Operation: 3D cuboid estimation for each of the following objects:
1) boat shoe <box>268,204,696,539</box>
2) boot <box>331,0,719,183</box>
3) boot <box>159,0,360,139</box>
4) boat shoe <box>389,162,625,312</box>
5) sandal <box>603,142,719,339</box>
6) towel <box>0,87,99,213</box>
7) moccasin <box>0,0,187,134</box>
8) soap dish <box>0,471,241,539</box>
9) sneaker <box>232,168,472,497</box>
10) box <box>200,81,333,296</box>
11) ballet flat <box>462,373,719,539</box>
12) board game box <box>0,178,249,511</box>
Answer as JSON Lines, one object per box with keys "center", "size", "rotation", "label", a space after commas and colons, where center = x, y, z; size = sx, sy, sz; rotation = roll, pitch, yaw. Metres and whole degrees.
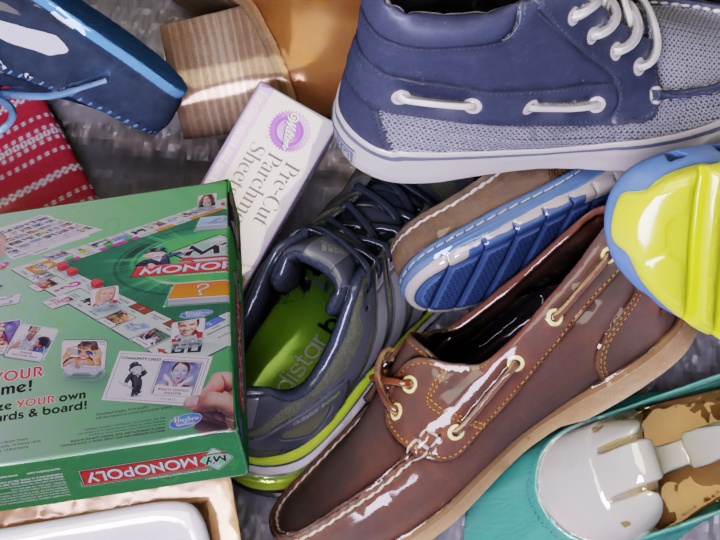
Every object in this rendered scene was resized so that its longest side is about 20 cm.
{"center": [0.039, 0.049, 0.865], "size": [0.200, 0.070, 0.070], "rotation": [-37, 30, 1], "label": "boat shoe"}
{"center": [0.090, -0.089, 0.835], "size": [0.199, 0.090, 0.073], "rotation": [-12, 57, -17], "label": "boot"}
{"center": [-0.024, -0.159, 0.979], "size": [0.155, 0.077, 0.201], "rotation": [-12, 61, -3], "label": "boot"}
{"center": [0.082, -0.050, 0.906], "size": [0.200, 0.072, 0.072], "rotation": [-28, 73, -31], "label": "boat shoe"}
{"center": [0.174, -0.017, 0.866], "size": [0.087, 0.199, 0.080], "rotation": [38, 117, 51], "label": "sandal"}
{"center": [-0.175, 0.011, 0.951], "size": [0.144, 0.023, 0.200], "rotation": [-28, 67, -6], "label": "towel"}
{"center": [-0.172, -0.105, 0.902], "size": [0.200, 0.080, 0.068], "rotation": [28, 98, -8], "label": "moccasin"}
{"center": [-0.109, 0.186, 0.811], "size": [0.157, 0.081, 0.201], "rotation": [-10, 85, 3], "label": "soap dish"}
{"center": [0.000, 0.000, 0.903], "size": [0.074, 0.081, 0.200], "rotation": [25, 70, 15], "label": "sneaker"}
{"center": [-0.075, 0.017, 0.896], "size": [0.041, 0.039, 0.200], "rotation": [30, 83, 0], "label": "box"}
{"center": [0.132, 0.073, 0.864], "size": [0.199, 0.070, 0.068], "rotation": [-20, 73, -2], "label": "ballet flat"}
{"center": [-0.145, 0.034, 0.828], "size": [0.199, 0.029, 0.135], "rotation": [-8, 46, 4], "label": "board game box"}
